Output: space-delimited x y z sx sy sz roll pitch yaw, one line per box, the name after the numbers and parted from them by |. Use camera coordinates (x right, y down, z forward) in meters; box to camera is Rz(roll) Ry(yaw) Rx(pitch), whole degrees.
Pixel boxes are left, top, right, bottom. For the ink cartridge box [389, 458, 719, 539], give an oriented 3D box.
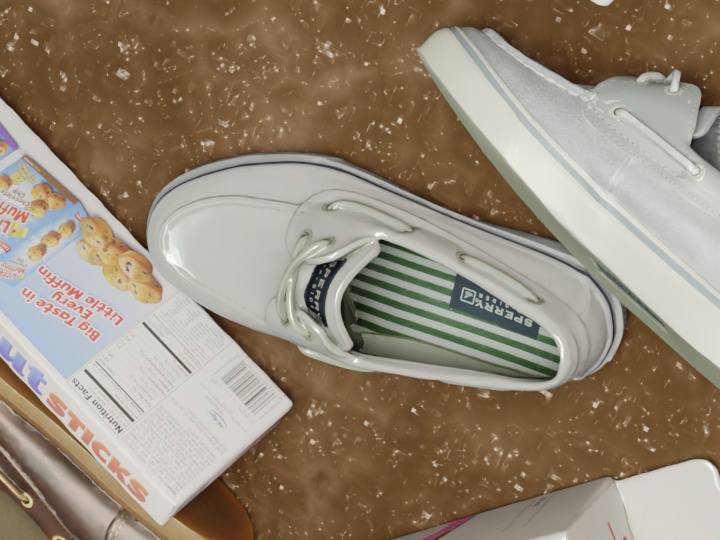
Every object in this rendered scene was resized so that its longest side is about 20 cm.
0.057 0.156 0.873 0.199 0.067 0.117 -20 95 26 | ink cartridge box

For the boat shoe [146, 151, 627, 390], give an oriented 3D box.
0.000 0.000 0.858 0.199 0.067 0.074 9 106 21 | boat shoe

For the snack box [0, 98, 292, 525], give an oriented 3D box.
-0.121 0.006 0.910 0.200 0.072 0.024 46 147 7 | snack box

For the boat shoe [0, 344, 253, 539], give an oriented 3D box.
-0.136 0.068 0.933 0.200 0.070 0.070 46 114 7 | boat shoe

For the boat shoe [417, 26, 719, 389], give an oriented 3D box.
0.105 -0.030 0.805 0.071 0.070 0.201 -44 66 -1 | boat shoe

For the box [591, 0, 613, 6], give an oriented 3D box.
0.046 -0.223 0.738 0.199 0.131 0.200 28 113 9 | box

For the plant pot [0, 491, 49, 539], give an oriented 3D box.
-0.239 0.154 0.943 0.199 0.199 0.178 -30 79 27 | plant pot
